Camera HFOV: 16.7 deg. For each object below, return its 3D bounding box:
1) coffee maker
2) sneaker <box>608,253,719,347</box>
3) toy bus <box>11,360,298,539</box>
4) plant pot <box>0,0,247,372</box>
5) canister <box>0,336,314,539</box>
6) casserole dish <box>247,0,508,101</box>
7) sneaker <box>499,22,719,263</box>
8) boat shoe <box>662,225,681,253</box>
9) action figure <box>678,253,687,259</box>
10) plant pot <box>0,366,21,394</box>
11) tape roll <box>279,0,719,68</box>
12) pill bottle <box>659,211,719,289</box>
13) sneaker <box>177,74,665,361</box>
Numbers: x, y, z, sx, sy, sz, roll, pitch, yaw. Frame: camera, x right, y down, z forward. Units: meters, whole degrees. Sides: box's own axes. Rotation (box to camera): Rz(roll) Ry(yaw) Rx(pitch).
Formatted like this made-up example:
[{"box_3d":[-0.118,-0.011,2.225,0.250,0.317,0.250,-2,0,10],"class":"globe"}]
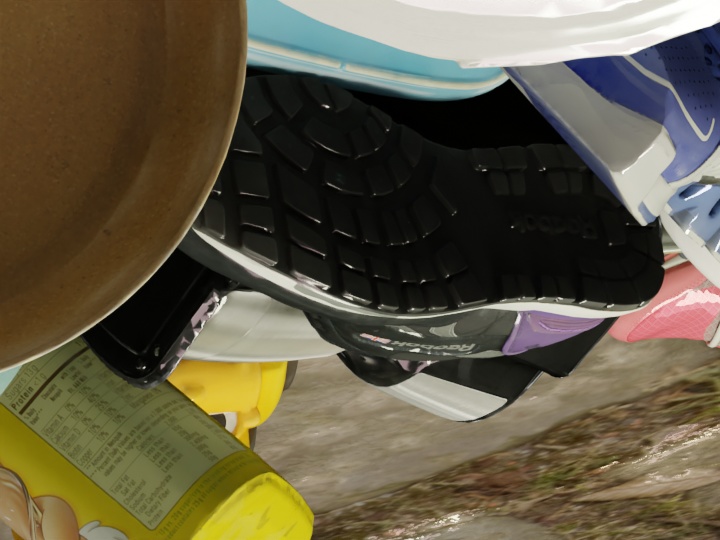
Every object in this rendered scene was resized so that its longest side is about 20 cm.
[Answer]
[{"box_3d":[0.015,-0.031,0.900,0.192,0.135,0.200,-30,154,36],"class":"coffee maker"},{"box_3d":[0.222,0.021,1.245,0.200,0.087,0.074,-10,159,-8],"class":"sneaker"},{"box_3d":[-0.098,0.110,1.138,0.136,0.192,0.200,-3,157,-21],"class":"toy bus"},{"box_3d":[-0.128,-0.066,0.633,0.200,0.200,0.027,-6,173,-19],"class":"plant pot"},{"box_3d":[-0.121,0.054,0.937,0.087,0.200,0.149,-50,163,-7],"class":"canister"},{"box_3d":[0.002,-0.108,0.731,0.200,0.039,0.121,8,114,-44],"class":"casserole dish"},{"box_3d":[0.116,-0.073,0.765,0.115,0.081,0.199,-45,161,11],"class":"sneaker"},{"box_3d":[0.093,-0.032,1.045,0.200,0.068,0.075,-10,162,-3],"class":"boat shoe"},{"box_3d":[0.253,-0.006,1.141,0.200,0.105,0.193,-32,125,33],"class":"action figure"},{"box_3d":[-0.154,-0.040,0.724,0.134,0.200,0.200,-35,160,-2],"class":"plant pot"},{"box_3d":[0.038,-0.143,0.587,0.202,0.071,0.202,1,138,1],"class":"tape roll"},{"box_3d":[0.212,-0.074,0.935,0.200,0.114,0.114,-29,155,34],"class":"pill bottle"},{"box_3d":[0.000,0.000,0.772,0.200,0.076,0.088,12,148,-40],"class":"sneaker"}]
